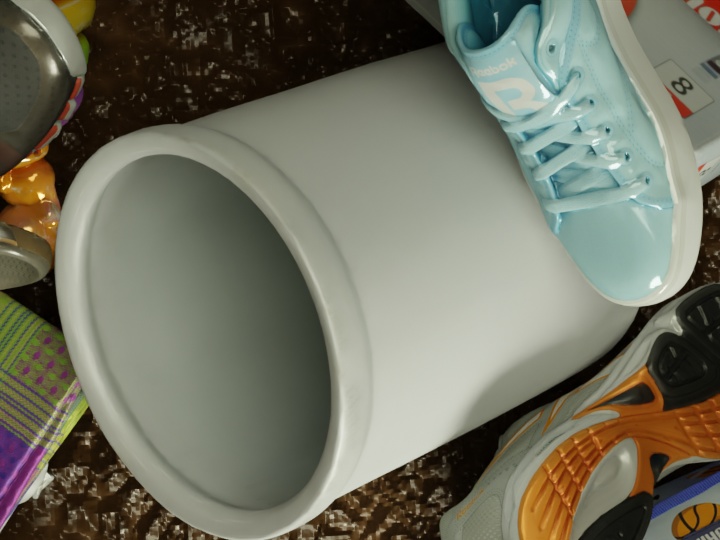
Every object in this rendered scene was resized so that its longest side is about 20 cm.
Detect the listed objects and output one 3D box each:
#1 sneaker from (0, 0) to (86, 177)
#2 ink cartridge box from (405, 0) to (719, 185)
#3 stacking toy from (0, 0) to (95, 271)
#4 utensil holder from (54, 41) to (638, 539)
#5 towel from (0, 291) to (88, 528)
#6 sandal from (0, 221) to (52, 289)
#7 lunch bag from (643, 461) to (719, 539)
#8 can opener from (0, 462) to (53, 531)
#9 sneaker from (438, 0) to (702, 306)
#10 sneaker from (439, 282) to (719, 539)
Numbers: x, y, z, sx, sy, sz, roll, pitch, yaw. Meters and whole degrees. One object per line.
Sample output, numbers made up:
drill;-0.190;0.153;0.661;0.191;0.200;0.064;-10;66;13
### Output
sneaker;-0.193;-0.047;1.186;0.200;0.082;0.077;-33;104;36
ink cartridge box;0.126;-0.119;1.235;0.162;0.050;0.200;44;44;14
stacking toy;-0.155;-0.093;1.245;0.109;0.116;0.201;4;113;30
utensil holder;0.000;0.000;1.200;0.199;0.169;0.171;-22;96;-43
towel;-0.217;0.090;1.241;0.143;0.023;0.201;31;85;18
sandal;-0.218;0.022;1.202;0.199;0.082;0.055;-14;74;14
lunch bag;0.160;0.150;1.252;0.169;0.200;0.124;-25;96;-9
can opener;-0.129;0.028;1.267;0.067;0.053;0.201;32;84;-11
sneaker;0.068;-0.073;1.112;0.082;0.074;0.201;-27;97;-51
sneaker;0.106;0.069;1.236;0.200;0.092;0.076;-35;103;-38
